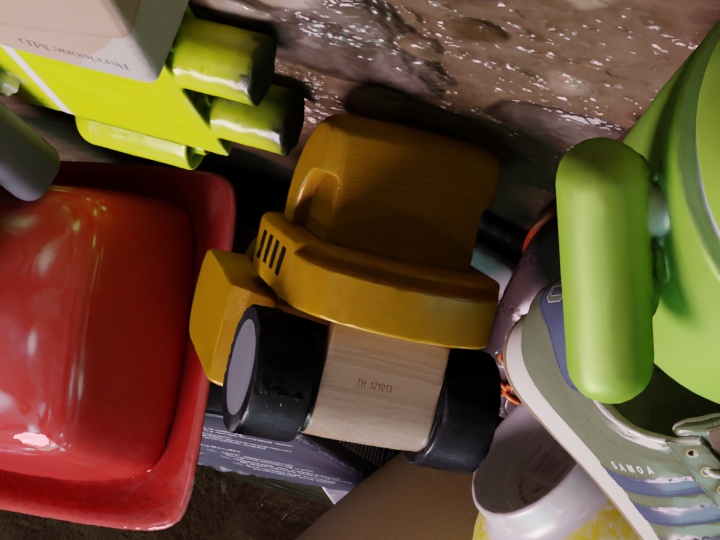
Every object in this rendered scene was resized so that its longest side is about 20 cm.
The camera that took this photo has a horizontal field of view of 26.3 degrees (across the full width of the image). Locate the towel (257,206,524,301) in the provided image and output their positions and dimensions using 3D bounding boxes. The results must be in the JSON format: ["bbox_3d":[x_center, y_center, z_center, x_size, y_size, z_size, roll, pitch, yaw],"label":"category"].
[{"bbox_3d":[0.059,0.010,0.911,0.199,0.035,0.192,26,166,-33],"label":"towel"}]

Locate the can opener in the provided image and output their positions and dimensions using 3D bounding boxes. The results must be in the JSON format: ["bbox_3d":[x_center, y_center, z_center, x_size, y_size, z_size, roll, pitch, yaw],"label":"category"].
[{"bbox_3d":[-0.208,-0.075,0.708,0.052,0.067,0.200,27,176,23],"label":"can opener"}]

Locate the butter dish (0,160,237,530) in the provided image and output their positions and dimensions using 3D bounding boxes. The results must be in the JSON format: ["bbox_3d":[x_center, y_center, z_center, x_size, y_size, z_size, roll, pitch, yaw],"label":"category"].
[{"bbox_3d":[-0.187,0.026,0.822,0.198,0.202,0.147,4,170,28],"label":"butter dish"}]

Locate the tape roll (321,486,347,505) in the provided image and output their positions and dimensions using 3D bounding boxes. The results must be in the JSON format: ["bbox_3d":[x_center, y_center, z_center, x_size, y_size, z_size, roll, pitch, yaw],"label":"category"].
[{"bbox_3d":[0.002,0.120,1.139,0.201,0.066,0.200,56,-177,-4],"label":"tape roll"}]

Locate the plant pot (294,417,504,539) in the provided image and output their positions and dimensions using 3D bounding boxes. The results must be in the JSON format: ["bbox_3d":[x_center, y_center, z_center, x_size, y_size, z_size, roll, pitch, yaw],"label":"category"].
[{"bbox_3d":[0.073,0.164,0.903,0.187,0.200,0.187,40,171,8],"label":"plant pot"}]

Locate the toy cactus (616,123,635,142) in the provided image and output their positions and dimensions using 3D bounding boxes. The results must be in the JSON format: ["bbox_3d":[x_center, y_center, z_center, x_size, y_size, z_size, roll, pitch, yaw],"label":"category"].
[{"bbox_3d":[0.168,-0.002,0.623,0.165,0.103,0.200,43,163,-17],"label":"toy cactus"}]

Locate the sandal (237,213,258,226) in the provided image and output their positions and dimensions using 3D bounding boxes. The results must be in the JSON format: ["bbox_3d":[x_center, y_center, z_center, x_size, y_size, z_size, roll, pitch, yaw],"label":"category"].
[{"bbox_3d":[-0.125,-0.023,1.019,0.198,0.043,0.076,14,168,23],"label":"sandal"}]

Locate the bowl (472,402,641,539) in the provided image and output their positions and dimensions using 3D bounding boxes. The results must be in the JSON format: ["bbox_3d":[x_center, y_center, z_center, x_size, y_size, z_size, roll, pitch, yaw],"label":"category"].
[{"bbox_3d":[0.116,0.114,0.726,0.108,0.201,0.199,43,159,-21],"label":"bowl"}]

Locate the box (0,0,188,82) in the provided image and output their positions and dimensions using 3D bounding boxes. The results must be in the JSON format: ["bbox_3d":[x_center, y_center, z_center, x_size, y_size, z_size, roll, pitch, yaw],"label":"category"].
[{"bbox_3d":[-0.107,-0.133,0.428,0.094,0.079,0.200,15,167,11],"label":"box"}]

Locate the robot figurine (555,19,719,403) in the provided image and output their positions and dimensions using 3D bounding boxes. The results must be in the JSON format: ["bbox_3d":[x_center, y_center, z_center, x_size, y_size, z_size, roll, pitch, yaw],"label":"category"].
[{"bbox_3d":[0.138,-0.022,0.455,0.173,0.117,0.200,-8,168,-8],"label":"robot figurine"}]

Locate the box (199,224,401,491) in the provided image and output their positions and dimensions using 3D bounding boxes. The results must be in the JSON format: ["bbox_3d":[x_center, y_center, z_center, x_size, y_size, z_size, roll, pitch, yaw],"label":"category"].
[{"bbox_3d":[-0.078,0.055,0.963,0.194,0.119,0.200,6,164,27],"label":"box"}]

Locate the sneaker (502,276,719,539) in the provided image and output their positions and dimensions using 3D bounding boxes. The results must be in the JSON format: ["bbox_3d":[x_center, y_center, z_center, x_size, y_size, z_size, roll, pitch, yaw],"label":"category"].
[{"bbox_3d":[0.141,0.075,0.606,0.200,0.067,0.090,43,158,11],"label":"sneaker"}]

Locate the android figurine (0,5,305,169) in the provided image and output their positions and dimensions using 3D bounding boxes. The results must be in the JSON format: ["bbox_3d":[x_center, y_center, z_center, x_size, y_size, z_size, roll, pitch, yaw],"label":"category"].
[{"bbox_3d":[-0.127,-0.099,0.705,0.198,0.042,0.182,14,167,12],"label":"android figurine"}]

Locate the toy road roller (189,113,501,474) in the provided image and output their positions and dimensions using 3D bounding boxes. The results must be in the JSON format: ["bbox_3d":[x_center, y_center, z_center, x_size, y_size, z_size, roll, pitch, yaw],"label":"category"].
[{"bbox_3d":[0.000,0.000,0.736,0.121,0.148,0.200,12,-172,-16],"label":"toy road roller"}]

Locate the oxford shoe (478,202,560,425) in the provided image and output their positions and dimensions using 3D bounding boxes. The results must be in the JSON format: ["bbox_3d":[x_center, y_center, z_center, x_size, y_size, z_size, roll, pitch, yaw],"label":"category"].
[{"bbox_3d":[0.095,0.040,0.780,0.071,0.073,0.201,31,148,14],"label":"oxford shoe"}]
